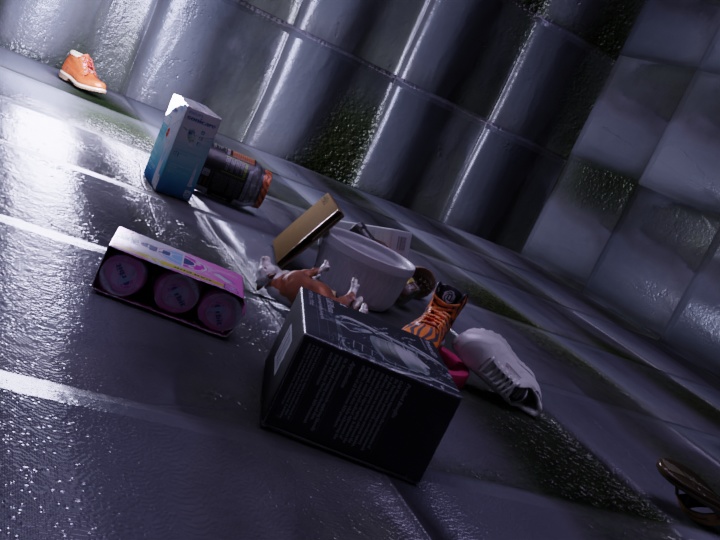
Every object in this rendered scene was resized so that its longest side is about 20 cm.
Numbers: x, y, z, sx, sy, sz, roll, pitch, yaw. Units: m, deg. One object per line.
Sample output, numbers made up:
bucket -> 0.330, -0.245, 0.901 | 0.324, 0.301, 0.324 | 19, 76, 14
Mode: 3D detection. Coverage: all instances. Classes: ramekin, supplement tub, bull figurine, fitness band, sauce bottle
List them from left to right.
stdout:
supplement tub -> -0.322, -0.229, 2.041 | 0.200, 0.123, 0.123 | 22, 11, -16
bull figurine -> -0.081, 0.036, 1.417 | 0.200, 0.065, 0.121 | 38, 48, 23
ramekin -> 0.000, 0.000, 1.706 | 0.200, 0.105, 0.200 | 24, 11, -5
sauce bottle -> 0.047, -0.017, 1.826 | 0.200, 0.065, 0.065 | 53, 21, 18
fitness band -> 0.095, 0.146, 1.403 | 0.200, 0.037, 0.144 | 13, 16, -44

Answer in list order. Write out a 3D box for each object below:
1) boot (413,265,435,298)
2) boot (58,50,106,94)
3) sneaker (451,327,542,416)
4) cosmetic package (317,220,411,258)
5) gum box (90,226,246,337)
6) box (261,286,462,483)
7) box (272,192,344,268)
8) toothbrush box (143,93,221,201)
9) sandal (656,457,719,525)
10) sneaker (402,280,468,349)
boot -> 0.082, 0.006, 1.954 | 0.200, 0.075, 0.107 | 15, 9, -37
boot -> -0.900, -0.650, 2.781 | 0.200, 0.107, 0.075 | 31, 11, 22
sneaker -> 0.236, 0.171, 1.428 | 0.200, 0.076, 0.081 | 36, 23, -23
cosmetic package -> 0.010, -0.075, 2.033 | 0.200, 0.071, 0.101 | 12, 3, 31
gum box -> -0.254, 0.017, 1.162 | 0.200, 0.066, 0.114 | 22, 10, -14
box -> -0.006, 0.132, 1.026 | 0.196, 0.124, 0.200 | 25, 11, -11
box -> -0.111, -0.085, 1.738 | 0.021, 0.163, 0.200 | 48, 4, -17
toothbrush box -> -0.398, -0.275, 1.884 | 0.085, 0.200, 0.146 | 19, 13, -30
sandal -> 0.528, 0.362, 1.306 | 0.200, 0.055, 0.082 | 37, 13, -16
sneaker -> 0.120, 0.075, 1.404 | 0.078, 0.112, 0.200 | 28, 13, 8
